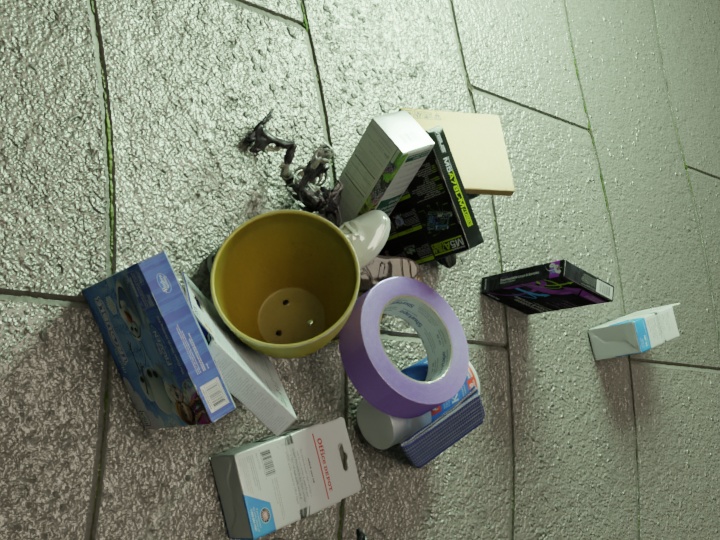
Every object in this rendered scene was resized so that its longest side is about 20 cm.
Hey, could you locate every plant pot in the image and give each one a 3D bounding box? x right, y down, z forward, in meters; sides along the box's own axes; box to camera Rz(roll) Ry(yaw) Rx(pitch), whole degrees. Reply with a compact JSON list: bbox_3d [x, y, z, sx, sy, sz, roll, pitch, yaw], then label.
[{"bbox_3d":[-0.098,0.041,1.235,0.196,0.143,0.203,0,62,0],"label":"plant pot"}]

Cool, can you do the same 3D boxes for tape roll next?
[{"bbox_3d":[0.067,0.114,1.343,0.197,0.066,0.203,18,54,-27],"label":"tape roll"}]

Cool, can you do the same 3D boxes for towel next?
[{"bbox_3d":[0.129,0.245,1.388,0.144,0.200,0.024,-36,68,-5],"label":"towel"}]

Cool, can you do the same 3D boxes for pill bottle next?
[{"bbox_3d":[0.091,0.208,1.427,0.198,0.111,0.114,-21,93,-42],"label":"pill bottle"}]

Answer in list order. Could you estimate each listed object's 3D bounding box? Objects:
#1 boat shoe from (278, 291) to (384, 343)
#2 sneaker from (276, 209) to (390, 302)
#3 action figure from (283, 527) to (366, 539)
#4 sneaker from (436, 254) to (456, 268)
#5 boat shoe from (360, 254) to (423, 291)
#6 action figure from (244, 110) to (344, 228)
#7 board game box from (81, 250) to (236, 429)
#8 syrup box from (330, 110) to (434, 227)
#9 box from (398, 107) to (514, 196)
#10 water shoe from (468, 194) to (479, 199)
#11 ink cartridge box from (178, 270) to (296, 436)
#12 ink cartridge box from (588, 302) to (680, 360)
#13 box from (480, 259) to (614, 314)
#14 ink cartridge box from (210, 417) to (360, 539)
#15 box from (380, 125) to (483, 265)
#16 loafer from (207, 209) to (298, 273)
[{"bbox_3d":[-0.031,0.079,1.374,0.198,0.063,0.075,-5,105,-40],"label":"boat shoe"},{"bbox_3d":[-0.045,-0.035,1.332,0.199,0.075,0.089,-38,131,-5],"label":"sneaker"},{"bbox_3d":[-0.076,0.434,1.227,0.197,0.102,0.121,-17,97,-16],"label":"action figure"},{"bbox_3d":[0.142,-0.092,1.531,0.090,0.076,0.202,-33,130,-18],"label":"sneaker"},{"bbox_3d":[0.000,0.000,1.433,0.197,0.072,0.077,18,82,-16],"label":"boat shoe"},{"bbox_3d":[-0.080,-0.156,1.369,0.102,0.119,0.200,-45,103,1],"label":"action figure"},{"bbox_3d":[-0.252,0.093,1.100,0.043,0.198,0.203,-27,96,-35],"label":"board game box"},{"bbox_3d":[0.025,-0.145,1.398,0.078,0.201,0.082,-21,64,-42],"label":"syrup box"},{"bbox_3d":[0.169,-0.211,1.597,0.196,0.021,0.166,1,64,-18],"label":"box"},{"bbox_3d":[0.193,-0.174,1.658,0.200,0.071,0.080,-49,130,-32],"label":"water shoe"},{"bbox_3d":[-0.176,0.105,1.179,0.041,0.200,0.201,-41,110,-1],"label":"ink cartridge box"},{"bbox_3d":[0.581,0.126,1.872,0.198,0.115,0.068,-13,86,-41],"label":"ink cartridge box"},{"bbox_3d":[0.335,0.034,1.628,0.142,0.199,0.037,23,68,-33],"label":"box"},{"bbox_3d":[-0.102,0.289,1.268,0.198,0.067,0.118,-12,87,-42],"label":"ink cartridge box"},{"bbox_3d":[0.085,-0.108,1.446,0.047,0.199,0.196,-27,95,-42],"label":"box"},{"bbox_3d":[-0.135,-0.039,1.327,0.199,0.062,0.073,-31,97,-41],"label":"loafer"}]
